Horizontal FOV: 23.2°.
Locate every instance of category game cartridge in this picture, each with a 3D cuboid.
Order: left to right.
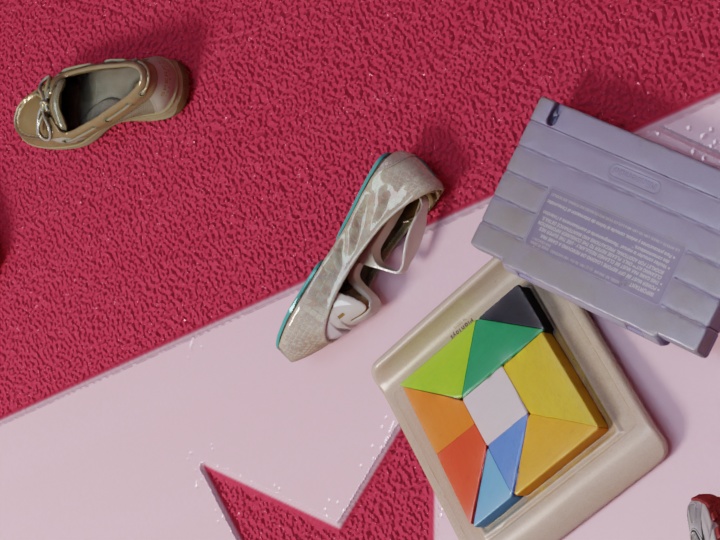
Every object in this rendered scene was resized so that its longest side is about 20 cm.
[{"bbox_3d":[0.187,-0.032,1.257,0.200,0.038,0.130,28,97,32],"label":"game cartridge"}]

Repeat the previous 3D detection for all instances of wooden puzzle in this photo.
[{"bbox_3d":[0.110,0.103,1.312,0.185,0.037,0.200,-42,64,25],"label":"wooden puzzle"}]

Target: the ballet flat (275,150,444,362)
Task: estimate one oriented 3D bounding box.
[{"bbox_3d":[0.000,0.000,1.385,0.062,0.067,0.200,35,107,22],"label":"ballet flat"}]

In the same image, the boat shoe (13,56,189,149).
[{"bbox_3d":[-0.246,-0.154,1.576,0.200,0.063,0.073,-5,83,35],"label":"boat shoe"}]

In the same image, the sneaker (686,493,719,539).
[{"bbox_3d":[0.238,0.252,1.181,0.082,0.078,0.201,-10,80,36],"label":"sneaker"}]
